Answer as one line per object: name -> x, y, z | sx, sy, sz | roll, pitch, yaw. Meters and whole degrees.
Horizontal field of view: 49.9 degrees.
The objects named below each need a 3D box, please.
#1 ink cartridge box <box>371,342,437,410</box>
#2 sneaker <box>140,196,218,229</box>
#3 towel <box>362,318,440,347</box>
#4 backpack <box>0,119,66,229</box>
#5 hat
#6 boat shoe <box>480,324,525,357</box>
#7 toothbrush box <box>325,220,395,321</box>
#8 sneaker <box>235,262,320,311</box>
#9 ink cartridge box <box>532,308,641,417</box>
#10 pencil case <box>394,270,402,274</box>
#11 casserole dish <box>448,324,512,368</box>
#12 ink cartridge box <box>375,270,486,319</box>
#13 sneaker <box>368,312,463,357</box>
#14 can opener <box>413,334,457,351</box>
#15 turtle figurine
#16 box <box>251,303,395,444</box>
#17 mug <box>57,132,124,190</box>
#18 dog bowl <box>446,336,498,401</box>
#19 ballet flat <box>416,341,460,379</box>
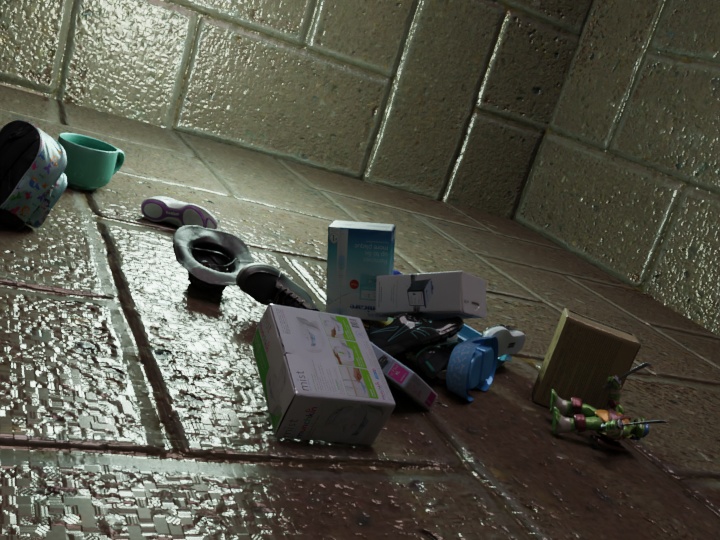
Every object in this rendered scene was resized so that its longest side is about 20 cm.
ink cartridge box -> 0.043, 0.175, 1.426 | 0.198, 0.042, 0.119 | 29, -12, 38
sneaker -> -0.456, -0.151, 1.982 | 0.196, 0.076, 0.100 | 18, 15, -4
towel -> 0.082, 0.134, 1.760 | 0.195, 0.022, 0.147 | 17, 15, -3
backpack -> -0.701, -0.200, 1.600 | 0.175, 0.203, 0.150 | 26, -4, 32
hat -> -0.315, -0.006, 1.632 | 0.196, 0.082, 0.202 | 19, 31, -12
boat shoe -> 0.310, 0.153, 1.742 | 0.056, 0.070, 0.199 | 31, 9, 32
toothbrush box -> 0.000, 0.000, 1.716 | 0.143, 0.205, 0.085 | 5, 14, 8
sneaker -> -0.156, 0.053, 1.574 | 0.198, 0.076, 0.106 | 26, 9, -40
ink cartridge box -> 0.473, 0.206, 1.635 | 0.161, 0.204, 0.075 | 21, 15, 6
pencil case -> 0.115, 0.064, 1.930 | 0.087, 0.078, 0.200 | 45, -3, -36
casserole dish -> 0.254, 0.169, 1.782 | 0.197, 0.039, 0.121 | 29, 16, 10
ink cartridge box -> 0.149, 0.057, 1.620 | 0.196, 0.088, 0.146 | -5, -11, 29
sneaker -> 0.108, 0.118, 1.542 | 0.195, 0.081, 0.076 | -17, -14, -3
can opener -> 0.120, 0.153, 1.651 | 0.196, 0.067, 0.054 | -9, 57, -29
turtle figurine -> 0.471, 0.259, 1.504 | 0.189, 0.147, 0.201 | 2, -31, 7
box -> -0.063, 0.160, 1.217 | 0.173, 0.098, 0.202 | 10, 34, -28
mug -> -0.710, -0.277, 2.036 | 0.181, 0.117, 0.152 | 12, 15, -29
dog bowl -> 0.226, 0.192, 1.566 | 0.049, 0.114, 0.199 | 10, 10, 25
ballet flat -> 0.175, 0.191, 1.598 | 0.072, 0.075, 0.199 | 26, 9, 26
